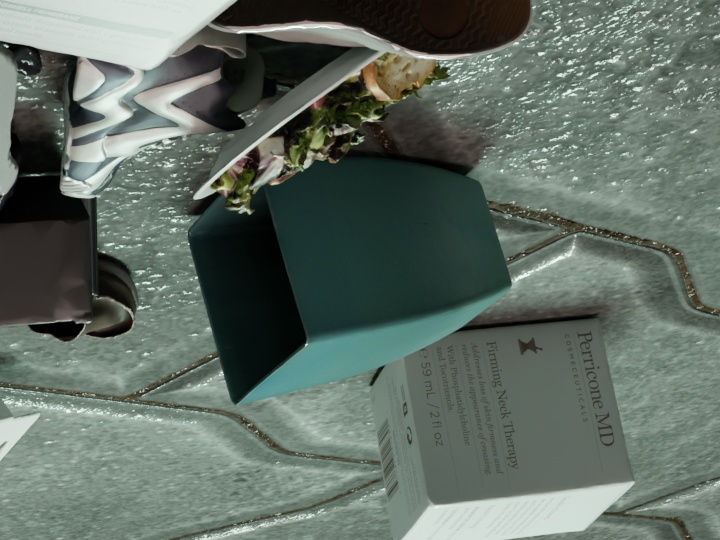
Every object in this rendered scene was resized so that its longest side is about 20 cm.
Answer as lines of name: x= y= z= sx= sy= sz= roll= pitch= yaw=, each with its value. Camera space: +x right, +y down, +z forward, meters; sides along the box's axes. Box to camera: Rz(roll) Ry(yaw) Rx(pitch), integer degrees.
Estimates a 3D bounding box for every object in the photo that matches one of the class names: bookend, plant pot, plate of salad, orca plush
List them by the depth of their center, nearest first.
orca plush: x=-0.251 y=-0.108 z=1.344 sx=0.071 sy=0.106 sz=0.200 roll=34 pitch=176 yaw=10
plate of salad: x=-0.018 y=-0.095 z=1.353 sx=0.199 sy=0.048 sz=0.200 roll=-36 pitch=-179 yaw=1
bookend: x=-0.257 y=0.012 z=1.429 sx=0.198 sy=0.093 sz=0.199 roll=-4 pitch=-160 yaw=-16
plant pot: x=0.000 y=0.000 z=1.610 sx=0.199 sy=0.142 sz=0.141 roll=-7 pitch=162 yaw=-30

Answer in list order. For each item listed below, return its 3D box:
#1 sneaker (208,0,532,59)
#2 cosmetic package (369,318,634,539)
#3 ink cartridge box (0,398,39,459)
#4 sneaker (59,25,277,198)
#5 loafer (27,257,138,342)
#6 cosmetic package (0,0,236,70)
sneaker: x=-0.001 y=-0.165 z=1.254 sx=0.198 sy=0.073 sz=0.085 roll=6 pitch=-172 yaw=-7
cosmetic package: x=0.128 y=0.157 z=2.044 sx=0.198 sy=0.169 sz=0.167 roll=-5 pitch=159 yaw=-13
ink cartridge box: x=-0.377 y=0.144 z=1.827 sx=0.116 sy=0.067 sz=0.200 roll=-46 pitch=163 yaw=24
sneaker: x=-0.120 y=-0.102 z=1.349 sx=0.128 sy=0.080 sz=0.200 roll=4 pitch=148 yaw=-11
loafer: x=-0.233 y=0.025 z=1.659 sx=0.073 sy=0.072 sz=0.200 roll=-16 pitch=159 yaw=19
cosmetic package: x=-0.089 y=-0.219 z=0.867 sx=0.122 sy=0.201 sz=0.200 roll=7 pitch=154 yaw=-39
